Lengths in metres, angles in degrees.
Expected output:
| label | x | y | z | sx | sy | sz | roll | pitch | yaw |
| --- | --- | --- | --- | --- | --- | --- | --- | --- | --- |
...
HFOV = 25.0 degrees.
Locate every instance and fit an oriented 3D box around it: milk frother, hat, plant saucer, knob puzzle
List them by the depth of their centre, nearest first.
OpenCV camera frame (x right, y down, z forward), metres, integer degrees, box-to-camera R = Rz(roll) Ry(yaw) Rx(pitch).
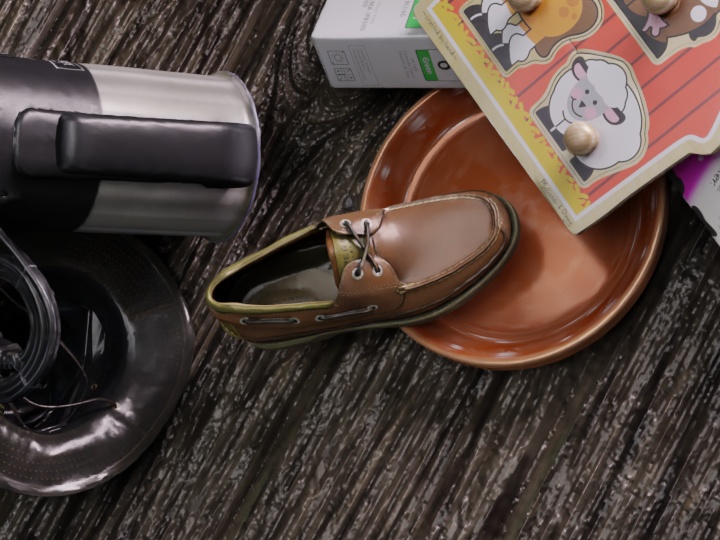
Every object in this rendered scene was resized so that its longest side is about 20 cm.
| label | x | y | z | sx | sy | sz | roll | pitch | yaw |
| --- | --- | --- | --- | --- | --- | --- | --- | --- | --- |
| knob puzzle | 0.145 | -0.148 | 0.929 | 0.219 | 0.030 | 0.221 | 1 | 92 | 28 |
| plant saucer | 0.096 | -0.035 | 1.025 | 0.199 | 0.032 | 0.201 | -7 | 72 | 21 |
| milk frother | -0.167 | -0.028 | 1.034 | 0.180 | 0.187 | 0.201 | 37 | 120 | 53 |
| hat | -0.214 | 0.059 | 1.093 | 0.081 | 0.200 | 0.201 | 147 | 125 | -60 |

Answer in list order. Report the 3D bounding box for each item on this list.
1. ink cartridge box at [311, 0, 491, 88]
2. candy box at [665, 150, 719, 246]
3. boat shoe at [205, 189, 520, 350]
| label | x | y | z | sx | sy | sz | roll | pitch | yaw |
| --- | --- | --- | --- | --- | --- | --- | --- | --- | --- |
| ink cartridge box | 0.079 | -0.171 | 1.040 | 0.199 | 0.050 | 0.109 | 2 | 52 | 23 |
| candy box | 0.252 | -0.072 | 0.925 | 0.136 | 0.061 | 0.200 | -50 | 59 | 35 |
| boat shoe | 0.000 | 0.000 | 1.000 | 0.199 | 0.068 | 0.072 | -23 | 66 | 16 |
